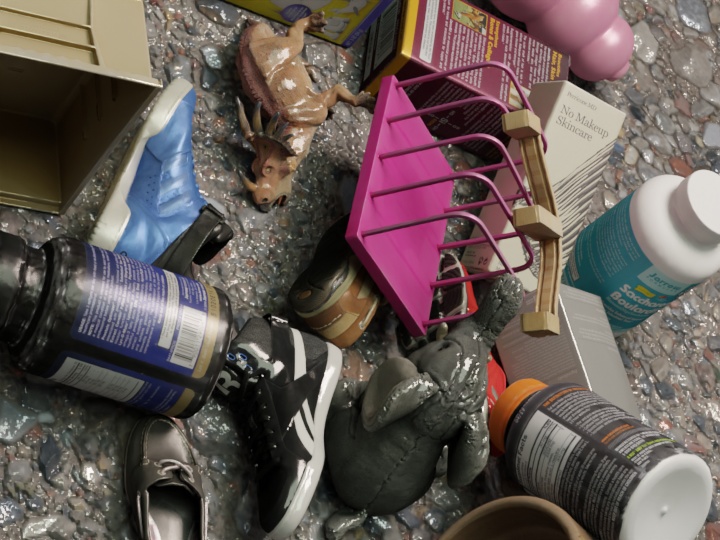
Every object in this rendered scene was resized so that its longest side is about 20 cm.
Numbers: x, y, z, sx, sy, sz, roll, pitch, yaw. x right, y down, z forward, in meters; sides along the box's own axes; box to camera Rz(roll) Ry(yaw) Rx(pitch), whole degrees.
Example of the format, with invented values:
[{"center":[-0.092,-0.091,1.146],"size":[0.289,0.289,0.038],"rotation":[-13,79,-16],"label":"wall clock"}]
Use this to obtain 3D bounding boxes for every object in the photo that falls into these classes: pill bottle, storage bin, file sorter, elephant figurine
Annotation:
[{"center":[0.195,0.162,1.470],"size":[0.105,0.107,0.200],"rotation":[-3,22,-36],"label":"pill bottle"},{"center":[-0.290,-0.148,1.364],"size":[0.197,0.200,0.095],"rotation":[9,58,-30],"label":"storage bin"},{"center":[0.087,-0.070,1.550],"size":[0.139,0.124,0.201],"rotation":[55,35,-39],"label":"file sorter"},{"center":[0.054,0.115,1.453],"size":[0.140,0.200,0.157],"rotation":[-4,67,-36],"label":"elephant figurine"},{"center":[0.282,-0.020,1.691],"size":[0.110,0.200,0.112],"rotation":[16,56,-26],"label":"pill bottle"},{"center":[-0.210,0.039,1.371],"size":[0.199,0.112,0.113],"rotation":[20,54,-25],"label":"pill bottle"}]

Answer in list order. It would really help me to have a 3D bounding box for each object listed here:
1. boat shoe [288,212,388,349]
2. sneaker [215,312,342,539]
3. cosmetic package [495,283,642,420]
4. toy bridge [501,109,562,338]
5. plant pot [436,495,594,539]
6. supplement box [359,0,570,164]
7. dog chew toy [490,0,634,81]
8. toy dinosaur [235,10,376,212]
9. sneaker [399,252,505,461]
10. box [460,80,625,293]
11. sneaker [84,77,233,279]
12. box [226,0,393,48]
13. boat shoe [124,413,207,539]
[{"center":[0.000,0.000,1.572],"size":[0.074,0.075,0.200],"rotation":[56,39,-17],"label":"boat shoe"},{"center":[-0.087,0.125,1.443],"size":[0.111,0.073,0.201],"rotation":[27,44,-16],"label":"sneaker"},{"center":[0.200,0.121,1.612],"size":[0.107,0.090,0.202],"rotation":[19,53,-55],"label":"cosmetic package"},{"center":[0.154,-0.041,1.501],"size":[0.067,0.027,0.202],"rotation":[24,59,-62],"label":"toy bridge"},{"center":[0.156,0.315,1.435],"size":[0.174,0.199,0.202],"rotation":[39,47,-32],"label":"plant pot"},{"center":[0.107,-0.196,1.746],"size":[0.199,0.086,0.111],"rotation":[24,53,-22],"label":"supplement box"},{"center":[0.220,-0.289,1.864],"size":[0.200,0.124,0.125],"rotation":[50,47,-11],"label":"dog chew toy"},{"center":[-0.080,-0.168,1.607],"size":[0.135,0.086,0.201],"rotation":[-15,68,-32],"label":"toy dinosaur"},{"center":[0.093,0.083,1.601],"size":[0.085,0.077,0.202],"rotation":[22,52,-49],"label":"sneaker"},{"center":[0.177,-0.077,1.678],"size":[0.082,0.068,0.202],"rotation":[23,85,-21],"label":"box"},{"center":[-0.156,-0.065,1.490],"size":[0.111,0.077,0.201],"rotation":[28,56,-12],"label":"sneaker"},{"center":[-0.066,-0.293,1.661],"size":[0.198,0.117,0.049],"rotation":[19,54,-24],"label":"box"},{"center":[-0.146,0.201,1.360],"size":[0.066,0.057,0.202],"rotation":[11,59,-30],"label":"boat shoe"}]
